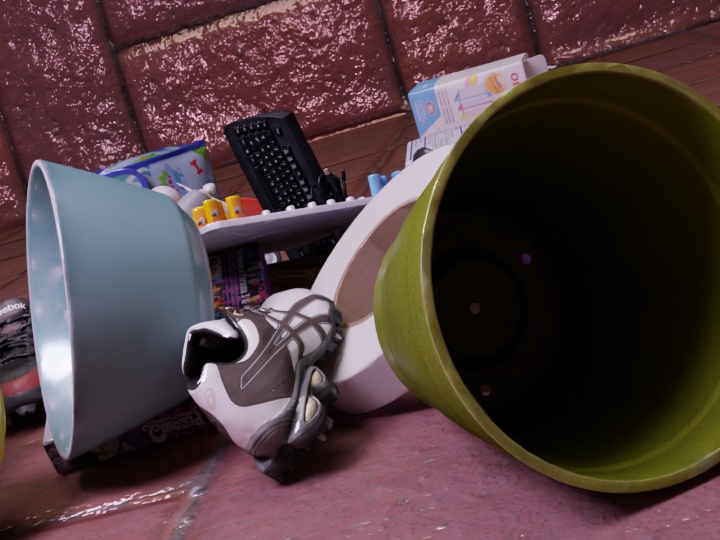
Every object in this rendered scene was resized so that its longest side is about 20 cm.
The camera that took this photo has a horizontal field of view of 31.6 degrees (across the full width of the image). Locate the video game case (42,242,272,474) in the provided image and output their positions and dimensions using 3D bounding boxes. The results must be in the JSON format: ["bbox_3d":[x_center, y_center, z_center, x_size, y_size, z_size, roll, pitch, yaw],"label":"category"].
[{"bbox_3d":[-0.153,0.062,1.001,0.180,0.036,0.200,-17,31,0],"label":"video game case"}]

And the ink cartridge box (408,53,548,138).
[{"bbox_3d":[0.188,-0.236,1.884,0.198,0.130,0.125,-15,11,15],"label":"ink cartridge box"}]

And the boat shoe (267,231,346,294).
[{"bbox_3d":[0.000,0.000,1.136,0.198,0.074,0.076,-17,11,-1],"label":"boat shoe"}]

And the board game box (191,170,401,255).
[{"bbox_3d":[-0.087,-0.037,1.081,0.199,0.026,0.199,-12,-5,-35],"label":"board game box"}]

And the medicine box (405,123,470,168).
[{"bbox_3d":[0.154,-0.106,1.353,0.198,0.104,0.182,-15,11,6],"label":"medicine box"}]

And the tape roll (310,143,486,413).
[{"bbox_3d":[0.028,0.004,0.880,0.203,0.037,0.203,-43,24,25],"label":"tape roll"}]

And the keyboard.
[{"bbox_3d":[-0.052,-0.058,1.202,0.103,0.201,0.040,-14,30,27],"label":"keyboard"}]

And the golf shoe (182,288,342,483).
[{"bbox_3d":[-0.066,0.047,0.826,0.078,0.094,0.200,-52,15,14],"label":"golf shoe"}]

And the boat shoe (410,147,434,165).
[{"bbox_3d":[0.120,-0.052,1.041,0.198,0.061,0.074,12,0,-26],"label":"boat shoe"}]

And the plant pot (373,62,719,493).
[{"bbox_3d":[0.095,0.013,0.686,0.199,0.202,0.193,-20,-1,-18],"label":"plant pot"}]

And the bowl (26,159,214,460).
[{"bbox_3d":[-0.165,0.023,0.878,0.104,0.203,0.201,-5,6,-22],"label":"bowl"}]

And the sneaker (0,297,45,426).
[{"bbox_3d":[-0.313,0.079,1.162,0.070,0.099,0.200,-16,12,-9],"label":"sneaker"}]

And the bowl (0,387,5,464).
[{"bbox_3d":[-0.321,0.122,0.837,0.198,0.201,0.108,-18,-23,-7],"label":"bowl"}]

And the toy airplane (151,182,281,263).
[{"bbox_3d":[-0.198,-0.019,1.351,0.199,0.142,0.199,-31,-5,20],"label":"toy airplane"}]

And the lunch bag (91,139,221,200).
[{"bbox_3d":[-0.260,-0.047,1.517,0.199,0.172,0.127,-23,12,-34],"label":"lunch bag"}]

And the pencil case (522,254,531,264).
[{"bbox_3d":[0.066,0.011,0.948,0.083,0.086,0.200,4,3,-24],"label":"pencil case"}]
